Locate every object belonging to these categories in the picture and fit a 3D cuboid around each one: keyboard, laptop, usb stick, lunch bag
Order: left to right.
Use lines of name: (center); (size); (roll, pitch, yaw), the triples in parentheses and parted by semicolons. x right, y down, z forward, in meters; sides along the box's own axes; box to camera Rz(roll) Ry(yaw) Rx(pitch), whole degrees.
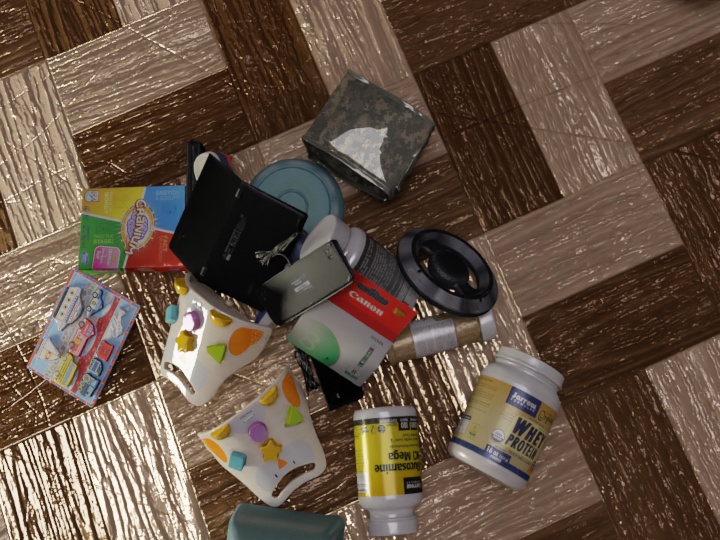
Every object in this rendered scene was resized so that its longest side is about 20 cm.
usb stick: (-0.306, -0.139, 1.545); (0.032, 0.056, 0.206); (-2, 78, 2)
laptop: (-0.218, -0.068, 1.459); (0.197, 0.116, 0.190); (25, 102, -11)
keyboard: (-0.104, 0.002, 1.368); (0.198, 0.021, 0.129); (-30, 92, 35)
keyboard: (-0.073, 0.149, 1.492); (0.102, 0.040, 0.204); (-14, 75, -25)
lunch bag: (0.020, -0.238, 1.521); (0.198, 0.118, 0.166); (32, 80, 13)

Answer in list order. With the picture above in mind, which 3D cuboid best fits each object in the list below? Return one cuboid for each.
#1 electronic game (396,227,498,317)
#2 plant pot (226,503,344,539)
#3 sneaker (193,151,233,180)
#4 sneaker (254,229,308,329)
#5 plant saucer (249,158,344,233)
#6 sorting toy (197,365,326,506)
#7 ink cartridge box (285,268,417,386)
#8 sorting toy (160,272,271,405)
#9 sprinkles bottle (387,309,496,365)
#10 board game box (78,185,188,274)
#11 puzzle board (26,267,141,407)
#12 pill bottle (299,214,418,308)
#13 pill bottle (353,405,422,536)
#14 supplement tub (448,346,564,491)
electronic game: (0.152, 0.001, 1.449); (0.196, 0.042, 0.203); (19, 39, -16)
plant pot: (-0.136, 0.493, 1.326); (0.191, 0.200, 0.201); (6, 80, 4)
sneaker: (-0.245, -0.118, 1.535); (0.073, 0.084, 0.206); (-1, 100, 29)
sneaker: (-0.170, -0.004, 1.488); (0.145, 0.080, 0.202); (35, 97, 10)
plant saucer: (-0.127, -0.115, 1.547); (0.194, 0.027, 0.206); (0, 78, 2)
sorting toy: (-0.152, 0.303, 1.437); (0.198, 0.107, 0.182); (-36, 98, -5)
ink cartridge box: (-0.018, 0.095, 1.399); (0.159, 0.201, 0.051); (33, 48, -5)
sorting toy: (-0.281, 0.127, 1.449); (0.198, 0.106, 0.183); (33, 105, 29)
sprinkles bottle: (0.138, 0.111, 1.465); (0.195, 0.068, 0.070); (-15, 77, -1)
board game box: (-0.417, -0.076, 1.543); (0.194, 0.040, 0.157); (-2, 78, 2)
puzzle board: (-0.499, 0.120, 1.498); (0.148, 0.017, 0.203); (27, 91, 8)
pill bottle: (0.000, 0.000, 1.429); (0.199, 0.113, 0.115); (37, 79, -25)
pill bottle: (0.048, 0.334, 1.399); (0.109, 0.113, 0.206); (-5, 78, 1)
supplement tub: (0.246, 0.245, 1.393); (0.142, 0.145, 0.203); (25, 80, 8)
